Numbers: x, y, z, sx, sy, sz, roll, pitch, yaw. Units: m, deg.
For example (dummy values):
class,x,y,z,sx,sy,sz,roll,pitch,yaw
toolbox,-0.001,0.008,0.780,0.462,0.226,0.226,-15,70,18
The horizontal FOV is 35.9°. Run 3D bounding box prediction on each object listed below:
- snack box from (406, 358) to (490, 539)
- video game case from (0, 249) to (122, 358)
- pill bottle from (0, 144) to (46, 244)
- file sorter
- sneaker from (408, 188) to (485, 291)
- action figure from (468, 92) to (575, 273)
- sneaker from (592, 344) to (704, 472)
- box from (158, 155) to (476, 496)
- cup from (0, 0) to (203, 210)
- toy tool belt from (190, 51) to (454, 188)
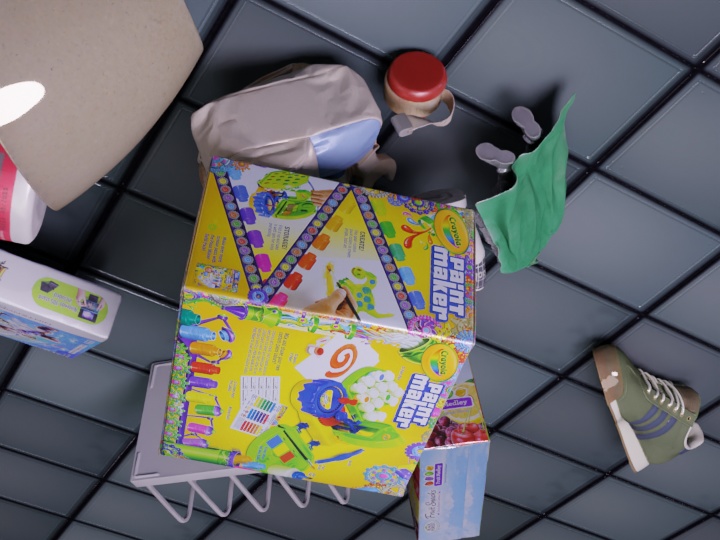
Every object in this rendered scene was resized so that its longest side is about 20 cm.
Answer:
class,x,y,z,sx,sy,sz,roll,pitch,yaw
snack box,0.064,0.120,1.024,0.067,0.202,0.170,-6,139,-3
video game case,-0.325,0.025,1.007,0.180,0.046,0.200,23,162,-19
pill bottle,-0.347,-0.095,0.879,0.197,0.112,0.111,12,139,-10
file sorter,-0.113,0.173,1.155,0.197,0.140,0.125,-10,141,16
sneaker,0.000,0.000,0.879,0.198,0.077,0.081,-14,108,20
action figure,0.131,-0.053,0.915,0.118,0.055,0.201,-43,154,-13
sneaker,0.299,0.132,1.133,0.089,0.068,0.201,-18,136,13
box,-0.034,0.048,0.799,0.190,0.123,0.201,12,138,-7
cup,-0.191,-0.162,0.749,0.142,0.201,0.201,-27,137,-5
toy tool belt,-0.030,-0.093,0.860,0.198,0.126,0.123,-20,151,-16
